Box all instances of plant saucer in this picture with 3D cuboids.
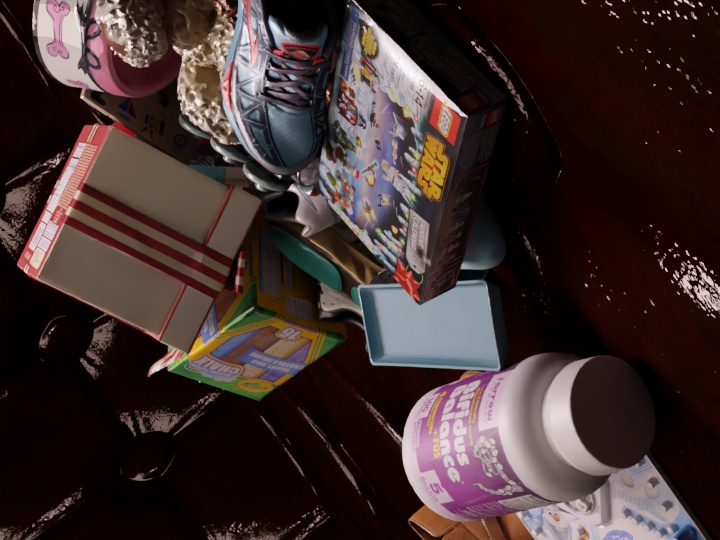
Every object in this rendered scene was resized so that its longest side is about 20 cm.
[{"bbox_3d":[0.057,0.042,1.277,0.200,0.019,0.070,-3,98,62],"label":"plant saucer"}]

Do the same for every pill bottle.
[{"bbox_3d":[0.128,0.125,1.212,0.113,0.112,0.200,56,144,-6],"label":"pill bottle"}]

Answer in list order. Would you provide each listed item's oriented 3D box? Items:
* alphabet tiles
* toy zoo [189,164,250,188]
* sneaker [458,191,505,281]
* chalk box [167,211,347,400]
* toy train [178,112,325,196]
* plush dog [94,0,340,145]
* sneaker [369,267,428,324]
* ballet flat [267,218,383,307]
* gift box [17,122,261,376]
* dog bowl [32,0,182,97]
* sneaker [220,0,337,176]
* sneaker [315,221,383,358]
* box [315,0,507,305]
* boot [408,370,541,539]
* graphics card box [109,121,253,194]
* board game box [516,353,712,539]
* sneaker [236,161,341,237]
[{"bbox_3d":[-0.224,-0.218,1.536,0.008,0.168,0.200,-18,140,42],"label":"alphabet tiles"},{"bbox_3d":[-0.153,-0.055,1.678,0.021,0.198,0.132,-92,8,-46],"label":"toy zoo"},{"bbox_3d":[0.060,-0.019,1.278,0.082,0.074,0.200,60,168,-4],"label":"sneaker"},{"bbox_3d":[-0.124,0.048,1.674,0.123,0.200,0.125,22,-132,-35],"label":"chalk box"},{"bbox_3d":[-0.081,-0.135,1.457,0.113,0.086,0.200,1,-151,-46],"label":"toy train"},{"bbox_3d":[-0.087,-0.197,1.292,0.171,0.161,0.200,22,166,37],"label":"plush dog"},{"bbox_3d":[0.078,0.031,1.395,0.085,0.077,0.200,47,178,-15],"label":"sneaker"},{"bbox_3d":[0.000,0.000,1.533,0.200,0.063,0.069,39,158,13],"label":"ballet flat"},{"bbox_3d":[-0.215,-0.017,1.540,0.186,0.201,0.184,26,-179,-19],"label":"gift box"},{"bbox_3d":[-0.200,-0.245,1.423,0.073,0.201,0.201,27,158,22],"label":"dog bowl"},{"bbox_3d":[-0.057,-0.161,1.141,0.096,0.079,0.202,-126,33,-68],"label":"sneaker"},{"bbox_3d":[-0.023,0.004,1.590,0.200,0.088,0.076,44,172,18],"label":"sneaker"},{"bbox_3d":[0.031,-0.088,1.139,0.137,0.040,0.201,48,148,27],"label":"box"},{"bbox_3d":[0.108,0.194,1.488,0.200,0.155,0.077,46,166,37],"label":"boot"},{"bbox_3d":[-0.172,-0.098,1.720,0.201,0.125,0.051,63,175,-34],"label":"graphics card box"},{"bbox_3d":[0.177,0.185,1.324,0.201,0.026,0.200,54,147,2],"label":"board game box"},{"bbox_3d":[-0.079,-0.096,1.534,0.200,0.087,0.075,29,146,45],"label":"sneaker"}]
